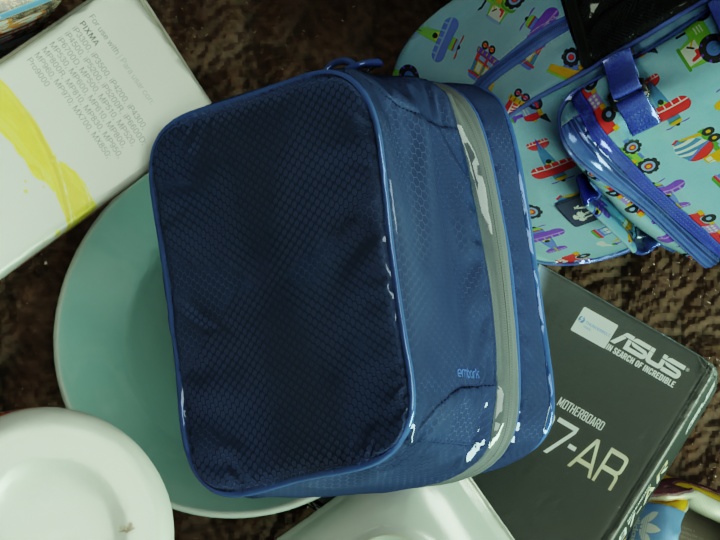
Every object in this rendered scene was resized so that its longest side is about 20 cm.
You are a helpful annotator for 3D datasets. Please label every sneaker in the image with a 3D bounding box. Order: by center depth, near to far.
[{"bbox_3d":[0.121,0.123,1.268,0.199,0.090,0.075,12,83,-13],"label":"sneaker"}]

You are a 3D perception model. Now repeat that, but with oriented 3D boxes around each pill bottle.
[{"bbox_3d":[-0.153,0.118,1.143,0.109,0.200,0.110,1,86,-14],"label":"pill bottle"}]

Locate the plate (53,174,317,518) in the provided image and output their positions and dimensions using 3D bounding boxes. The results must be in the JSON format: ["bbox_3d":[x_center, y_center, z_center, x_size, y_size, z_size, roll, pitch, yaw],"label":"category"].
[{"bbox_3d":[-0.053,0.027,1.231,0.200,0.026,0.201,-4,68,11],"label":"plate"}]

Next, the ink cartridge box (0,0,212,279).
[{"bbox_3d":[-0.176,-0.041,1.176,0.200,0.145,0.084,-37,96,-14],"label":"ink cartridge box"}]

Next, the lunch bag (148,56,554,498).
[{"bbox_3d":[0.000,0.000,1.122,0.132,0.136,0.201,4,77,-53],"label":"lunch bag"}]

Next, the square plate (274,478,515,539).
[{"bbox_3d":[0.017,0.208,1.200,0.200,0.028,0.198,-36,89,26],"label":"square plate"}]

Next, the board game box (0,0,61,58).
[{"bbox_3d":[-0.217,-0.169,1.147,0.097,0.200,0.160,-23,92,-14],"label":"board game box"}]

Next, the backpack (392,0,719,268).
[{"bbox_3d":[0.124,-0.077,1.194,0.200,0.183,0.135,-28,53,15],"label":"backpack"}]

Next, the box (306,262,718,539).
[{"bbox_3d":[0.052,0.069,1.239,0.200,0.044,0.160,31,79,15],"label":"box"}]
